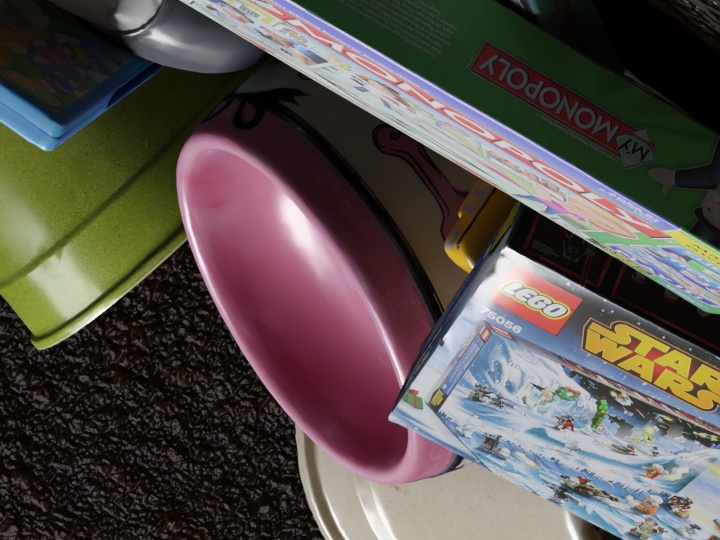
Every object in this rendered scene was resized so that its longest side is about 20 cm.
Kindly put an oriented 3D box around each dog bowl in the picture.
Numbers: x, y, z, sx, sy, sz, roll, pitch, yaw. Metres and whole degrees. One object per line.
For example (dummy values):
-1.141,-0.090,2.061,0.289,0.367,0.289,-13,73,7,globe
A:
0.000,0.000,1.192,0.200,0.074,0.200,45,155,29,dog bowl

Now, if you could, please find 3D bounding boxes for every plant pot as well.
0.100,0.077,1.327,0.200,0.201,0.183,35,167,-26,plant pot
-0.160,-0.098,1.504,0.193,0.200,0.200,47,176,-11,plant pot

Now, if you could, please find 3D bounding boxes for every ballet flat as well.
-0.125,-0.138,1.174,0.200,0.073,0.073,36,179,20,ballet flat

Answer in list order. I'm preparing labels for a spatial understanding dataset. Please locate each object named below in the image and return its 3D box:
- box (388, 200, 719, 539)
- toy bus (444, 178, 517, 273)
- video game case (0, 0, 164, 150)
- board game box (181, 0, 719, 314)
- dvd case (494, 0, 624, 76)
0.122,0.054,1.003,0.200,0.040,0.137,27,148,-3,box
0.123,0.021,1.082,0.200,0.065,0.078,34,180,-14,toy bus
-0.144,-0.126,1.224,0.143,0.018,0.200,34,-152,5,video game case
0.036,-0.047,0.791,0.200,0.029,0.135,30,178,-8,board game box
-0.025,-0.110,0.794,0.200,0.022,0.146,29,177,17,dvd case
